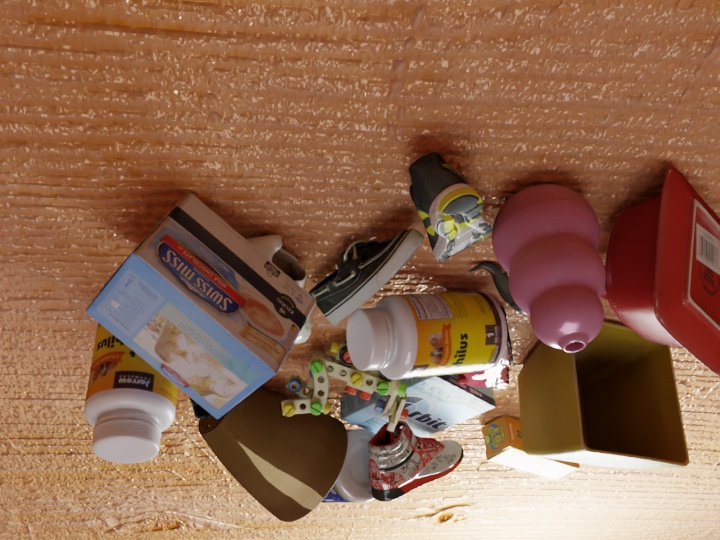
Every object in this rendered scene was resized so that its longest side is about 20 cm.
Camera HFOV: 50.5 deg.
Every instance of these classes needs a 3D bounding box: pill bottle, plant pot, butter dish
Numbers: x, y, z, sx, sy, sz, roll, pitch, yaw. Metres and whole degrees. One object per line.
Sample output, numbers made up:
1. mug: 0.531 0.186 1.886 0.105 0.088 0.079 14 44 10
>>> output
1. pill bottle: 0.086 0.085 1.007 0.199 0.110 0.109 -2 145 -27
2. plant pot: 0.351 0.206 1.175 0.199 0.201 0.176 13 152 -22
3. plant pot: -0.153 0.269 1.226 0.186 0.187 0.200 -32 120 32
4. butter dish: 0.358 0.008 0.934 0.147 0.201 0.199 -8 150 46
5. pill bottle: -0.288 0.135 0.975 0.108 0.201 0.110 -3 144 -2
6. pill bottle: -0.051 0.345 1.339 0.119 0.121 0.200 21 155 -30

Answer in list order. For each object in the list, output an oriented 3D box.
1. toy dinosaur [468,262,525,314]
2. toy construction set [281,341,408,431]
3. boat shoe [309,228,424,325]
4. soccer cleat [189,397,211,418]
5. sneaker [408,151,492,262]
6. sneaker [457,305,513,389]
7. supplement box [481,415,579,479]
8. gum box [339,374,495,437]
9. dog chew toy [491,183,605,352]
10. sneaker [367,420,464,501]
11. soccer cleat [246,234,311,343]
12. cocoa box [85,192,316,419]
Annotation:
1. toy dinosaur: 0.241 0.030 1.011 0.198 0.077 0.103 -2 137 -8
2. toy construction set: -0.009 0.177 1.138 0.199 0.092 0.132 17 97 -16
3. boat shoe: 0.000 0.000 0.944 0.064 0.071 0.200 46 132 -2
4. soccer cleat: -0.221 0.145 1.107 0.067 0.081 0.201 2 143 -9
5. sneaker: 0.100 -0.074 0.866 0.074 0.085 0.200 -28 163 -2
6. sneaker: 0.177 0.124 1.131 0.086 0.074 0.201 -6 143 4
7. supplement box: 0.319 0.334 1.432 0.199 0.067 0.069 21 136 -31
8. gum box: 0.094 0.219 1.273 0.199 0.045 0.170 -31 136 32
9. dog chew toy: 0.219 0.000 0.863 0.124 0.201 0.125 -3 144 -2
10. sneaker: 0.095 0.296 1.278 0.200 0.109 0.067 -18 -165 -36
11. soccer cleat: -0.096 0.030 0.983 0.077 0.070 0.200 -17 139 12
12. cocoa box: -0.179 0.042 0.872 0.200 0.131 0.133 42 128 -11
